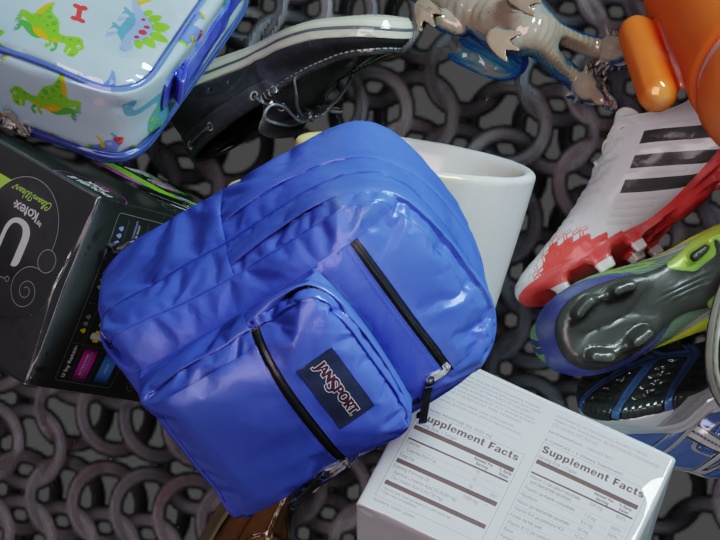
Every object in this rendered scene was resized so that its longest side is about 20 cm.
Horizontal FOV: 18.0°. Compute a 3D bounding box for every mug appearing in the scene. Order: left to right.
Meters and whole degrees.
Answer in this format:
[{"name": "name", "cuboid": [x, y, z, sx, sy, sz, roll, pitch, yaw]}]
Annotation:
[{"name": "mug", "cuboid": [0.006, -0.001, 1.421, 0.185, 0.149, 0.155, 9, 101, 3]}]

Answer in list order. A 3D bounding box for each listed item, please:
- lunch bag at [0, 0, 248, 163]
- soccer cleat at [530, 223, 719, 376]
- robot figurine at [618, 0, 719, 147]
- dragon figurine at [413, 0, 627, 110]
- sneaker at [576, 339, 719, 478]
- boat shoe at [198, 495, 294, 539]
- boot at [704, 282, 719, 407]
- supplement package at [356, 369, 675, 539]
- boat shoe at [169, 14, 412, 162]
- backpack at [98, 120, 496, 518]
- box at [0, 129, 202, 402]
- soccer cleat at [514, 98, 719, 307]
[{"name": "lunch bag", "cuboid": [-0.163, -0.164, 1.422, 0.160, 0.201, 0.083, 20, 139, 10]}, {"name": "soccer cleat", "cuboid": [0.194, 0.013, 1.400, 0.199, 0.084, 0.065, -18, 92, -20]}, {"name": "robot figurine", "cuboid": [0.239, -0.143, 1.347, 0.117, 0.143, 0.201, -58, 34, 35]}, {"name": "dragon figurine", "cuboid": [0.083, -0.157, 1.443, 0.199, 0.099, 0.059, 23, 87, 26]}, {"name": "sneaker", "cuboid": [0.235, 0.081, 1.415, 0.198, 0.076, 0.077, -9, 127, 5]}, {"name": "boat shoe", "cuboid": [-0.070, 0.181, 1.487, 0.068, 0.072, 0.201, 37, 108, 7]}, {"name": "boot", "cuboid": [0.294, -0.003, 1.315, 0.073, 0.153, 0.204, 44, 64, -21]}, {"name": "supplement package", "cuboid": [0.088, 0.166, 1.364, 0.155, 0.201, 0.111, 24, 63, 13]}, {"name": "boat shoe", "cuboid": [-0.045, -0.118, 1.453, 0.199, 0.074, 0.063, -18, 83, 35]}, {"name": "backpack", "cuboid": [-0.022, 0.032, 1.266, 0.199, 0.168, 0.163, -32, 120, 9]}, {"name": "box", "cuboid": [-0.169, 0.000, 1.420, 0.148, 0.199, 0.125, 27, 97, 35]}, {"name": "soccer cleat", "cuboid": [0.170, -0.054, 1.425, 0.200, 0.069, 0.085, -38, 70, 5]}]
